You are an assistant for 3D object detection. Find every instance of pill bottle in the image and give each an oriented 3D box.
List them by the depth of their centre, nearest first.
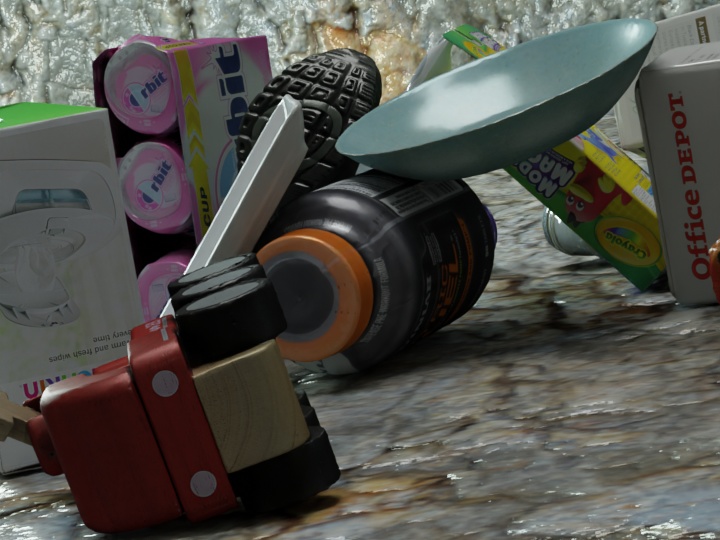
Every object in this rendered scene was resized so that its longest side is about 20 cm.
[{"bbox_3d":[0.000,0.000,1.606,0.106,0.107,0.200,-6,7,22],"label":"pill bottle"}]

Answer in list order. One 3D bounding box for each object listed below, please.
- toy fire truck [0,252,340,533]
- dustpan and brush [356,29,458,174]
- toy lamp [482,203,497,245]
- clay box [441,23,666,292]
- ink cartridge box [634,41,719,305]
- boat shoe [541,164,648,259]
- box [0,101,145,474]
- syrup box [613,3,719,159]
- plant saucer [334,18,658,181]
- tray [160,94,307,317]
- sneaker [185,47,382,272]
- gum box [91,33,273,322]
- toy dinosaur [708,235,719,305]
[{"bbox_3d":[-0.127,0.061,1.275,0.199,0.129,0.176,-21,8,-3],"label":"toy fire truck"},{"bbox_3d":[0.017,-0.062,1.795,0.200,0.057,0.140,-52,13,-5],"label":"dustpan and brush"},{"bbox_3d":[0.062,-0.016,1.881,0.058,0.059,0.200,-8,10,7],"label":"toy lamp"},{"bbox_3d":[0.124,-0.075,1.770,0.048,0.200,0.115,-50,-4,14],"label":"clay box"},{"bbox_3d":[0.274,-0.066,1.615,0.199,0.147,0.084,-5,14,25],"label":"ink cartridge box"},{"bbox_3d":[0.225,-0.046,1.909,0.200,0.071,0.071,-16,19,-21],"label":"boat shoe"},{"bbox_3d":[-0.189,0.005,1.502,0.096,0.178,0.200,-13,7,-18],"label":"box"},{"bbox_3d":[0.267,-0.133,1.805,0.199,0.082,0.079,-13,-11,24],"label":"syrup box"},{"bbox_3d":[0.084,-0.092,1.619,0.200,0.039,0.201,-20,13,5],"label":"plant saucer"},{"bbox_3d":[-0.080,-0.006,1.572,0.022,0.201,0.107,29,3,-7],"label":"tray"},{"bbox_3d":[-0.043,-0.044,1.726,0.076,0.201,0.091,28,-1,21],"label":"sneaker"},{"bbox_3d":[-0.103,-0.055,1.785,0.066,0.201,0.113,-5,6,31],"label":"gum box"},{"bbox_3d":[0.280,-0.013,1.474,0.181,0.105,0.200,-29,20,0],"label":"toy dinosaur"}]
